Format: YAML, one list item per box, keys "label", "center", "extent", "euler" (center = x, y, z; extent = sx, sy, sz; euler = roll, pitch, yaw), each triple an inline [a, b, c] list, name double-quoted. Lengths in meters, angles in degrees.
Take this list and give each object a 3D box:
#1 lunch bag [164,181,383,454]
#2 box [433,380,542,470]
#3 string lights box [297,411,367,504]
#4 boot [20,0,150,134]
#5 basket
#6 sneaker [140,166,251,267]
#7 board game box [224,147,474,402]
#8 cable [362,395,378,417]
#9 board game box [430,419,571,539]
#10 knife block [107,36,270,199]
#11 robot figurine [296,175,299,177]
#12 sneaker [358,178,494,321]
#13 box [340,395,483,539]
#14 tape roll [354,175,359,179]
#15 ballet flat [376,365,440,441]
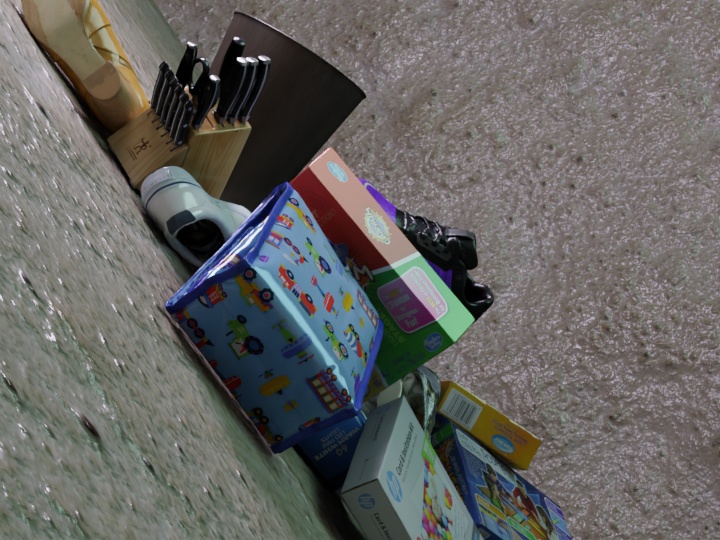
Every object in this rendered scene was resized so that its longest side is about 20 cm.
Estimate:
- label: "lunch bag"
  center: [-0.047, 0.023, 1.252]
  extent: [0.151, 0.094, 0.200]
  euler: [54, 31, -13]
- label: "box"
  center: [0.098, 0.162, 1.624]
  extent: [0.119, 0.042, 0.200]
  euler: [34, -15, -13]
- label: "string lights box"
  center: [-0.049, 0.113, 1.375]
  extent: [0.201, 0.059, 0.103]
  euler: [54, 1, -30]
- label: "boot"
  center: [-0.267, -0.207, 1.529]
  extent: [0.202, 0.070, 0.144]
  euler: [58, -3, 22]
- label: "basket"
  center: [-0.119, -0.150, 1.648]
  extent: [0.180, 0.201, 0.136]
  euler: [33, -2, 26]
- label: "sneaker"
  center: [-0.145, -0.028, 1.466]
  extent: [0.200, 0.073, 0.071]
  euler: [34, 28, -59]
- label: "board game box"
  center: [-0.012, 0.009, 1.385]
  extent: [0.200, 0.153, 0.040]
  euler: [49, 46, -3]
- label: "cable"
  center: [-0.028, 0.084, 1.570]
  extent: [0.201, 0.069, 0.200]
  euler: [61, 19, 0]
- label: "board game box"
  center: [0.149, 0.249, 1.514]
  extent: [0.200, 0.034, 0.136]
  euler: [40, 23, -35]
- label: "knife block"
  center: [-0.146, -0.136, 1.485]
  extent: [0.064, 0.175, 0.200]
  euler: [56, 2, 26]
- label: "robot figurine"
  center: [-0.073, -0.049, 1.843]
  extent: [0.116, 0.145, 0.199]
  euler: [34, -26, -20]
- label: "sneaker"
  center: [0.062, -0.024, 1.488]
  extent: [0.201, 0.099, 0.070]
  euler: [52, 28, -27]
- label: "box"
  center: [0.057, 0.230, 1.321]
  extent: [0.201, 0.041, 0.156]
  euler: [60, 19, -13]
- label: "tape roll"
  center: [0.000, 0.000, 1.561]
  extent: [0.201, 0.066, 0.201]
  euler: [51, 19, -26]
- label: "ballet flat"
  center: [0.035, 0.174, 1.472]
  extent: [0.072, 0.071, 0.202]
  euler: [52, 37, -50]
